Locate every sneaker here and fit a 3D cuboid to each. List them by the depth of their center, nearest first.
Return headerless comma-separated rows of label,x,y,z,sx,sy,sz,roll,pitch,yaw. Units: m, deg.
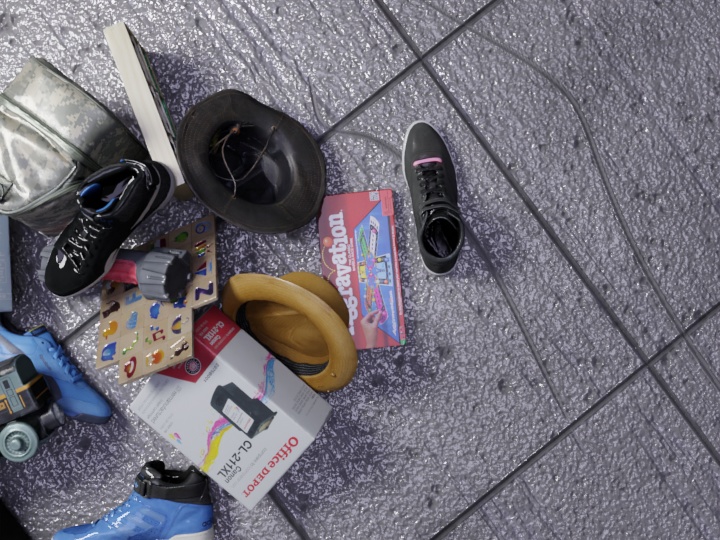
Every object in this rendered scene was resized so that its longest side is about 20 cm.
sneaker,-0.300,-0.051,0.949,0.073,0.112,0.200,44,97,6
sneaker,-0.283,0.292,1.070,0.197,0.077,0.113,-2,95,-7
sneaker,-0.391,0.120,1.076,0.198,0.066,0.079,31,84,-2
sneaker,0.095,-0.096,1.082,0.070,0.099,0.203,-8,88,-1

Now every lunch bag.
lunch bag,-0.359,-0.127,1.017,0.139,0.200,0.169,37,84,1

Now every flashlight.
flashlight,-0.298,0.004,1.038,0.197,0.068,0.069,8,114,28

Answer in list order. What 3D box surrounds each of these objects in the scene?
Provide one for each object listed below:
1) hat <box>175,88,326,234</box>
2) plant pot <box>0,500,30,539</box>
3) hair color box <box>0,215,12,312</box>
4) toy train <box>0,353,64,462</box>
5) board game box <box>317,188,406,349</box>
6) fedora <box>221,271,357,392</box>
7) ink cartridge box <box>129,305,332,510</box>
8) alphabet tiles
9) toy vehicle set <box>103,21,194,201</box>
hat,-0.145,-0.119,1.072,0.198,0.081,0.203,14,61,-27
plant pot,-0.480,0.392,1.014,0.177,0.199,0.200,42,88,-13
hair color box,-0.477,-0.046,1.046,0.098,0.060,0.203,-8,85,40
toy train,-0.449,0.179,1.001,0.198,0.085,0.115,-22,97,-1
board game box,0.000,0.000,1.117,0.101,0.019,0.203,-6,90,-1
fedora,-0.078,0.060,1.061,0.200,0.201,0.082,40,49,-1
ink cartridge box,-0.156,0.168,1.051,0.199,0.083,0.146,40,113,-1
alphabet tiles,-0.242,0.036,1.029,0.165,0.008,0.202,-21,50,14
toy vehicle set,-0.253,-0.189,1.056,0.026,0.124,0.203,-21,91,-2
